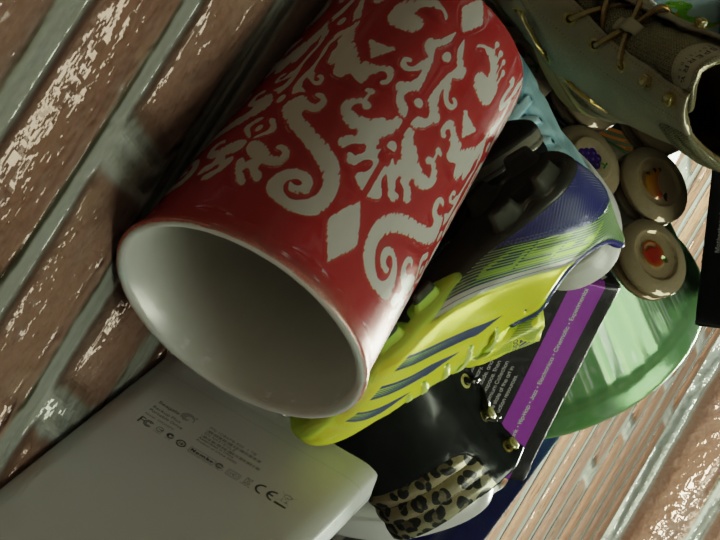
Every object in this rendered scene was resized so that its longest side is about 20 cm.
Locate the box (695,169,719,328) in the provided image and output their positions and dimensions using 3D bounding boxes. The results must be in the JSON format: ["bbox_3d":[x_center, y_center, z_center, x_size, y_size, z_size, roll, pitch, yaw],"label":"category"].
[{"bbox_3d":[0.244,-0.083,1.475,0.160,0.044,0.201,-61,156,-64],"label":"box"}]

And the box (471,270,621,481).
[{"bbox_3d":[0.030,0.040,1.359,0.143,0.199,0.036,-65,-153,26],"label":"box"}]

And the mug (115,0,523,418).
[{"bbox_3d":[-0.027,-0.047,1.176,0.134,0.177,0.200,56,52,-33],"label":"mug"}]

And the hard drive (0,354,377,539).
[{"bbox_3d":[-0.094,0.121,1.173,0.200,0.132,0.027,-40,155,-53],"label":"hard drive"}]

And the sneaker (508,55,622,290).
[{"bbox_3d":[0.075,-0.075,1.320,0.074,0.200,0.082,-36,142,8],"label":"sneaker"}]

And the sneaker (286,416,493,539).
[{"bbox_3d":[-0.013,0.095,1.317,0.073,0.199,0.085,-112,-149,-54],"label":"sneaker"}]

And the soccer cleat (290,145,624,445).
[{"bbox_3d":[0.051,0.026,1.203,0.200,0.084,0.065,-44,-154,1],"label":"soccer cleat"}]

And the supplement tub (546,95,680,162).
[{"bbox_3d":[0.170,-0.124,1.606,0.123,0.122,0.200,-43,161,-49],"label":"supplement tub"}]

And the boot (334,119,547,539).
[{"bbox_3d":[0.047,0.031,1.274,0.203,0.154,0.073,-39,-164,-3],"label":"boot"}]

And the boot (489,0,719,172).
[{"bbox_3d":[0.139,-0.139,1.309,0.072,0.155,0.200,-45,129,-8],"label":"boot"}]

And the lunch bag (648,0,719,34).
[{"bbox_3d":[0.189,-0.245,1.421,0.161,0.082,0.201,72,23,-71],"label":"lunch bag"}]

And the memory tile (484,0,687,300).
[{"bbox_3d":[0.135,-0.086,1.428,0.017,0.153,0.201,-35,-137,51],"label":"memory tile"}]

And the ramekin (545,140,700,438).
[{"bbox_3d":[0.109,0.003,1.505,0.200,0.200,0.098,-51,134,-31],"label":"ramekin"}]

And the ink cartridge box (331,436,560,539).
[{"bbox_3d":[0.028,0.127,1.534,0.200,0.047,0.198,-11,-147,52],"label":"ink cartridge box"}]
